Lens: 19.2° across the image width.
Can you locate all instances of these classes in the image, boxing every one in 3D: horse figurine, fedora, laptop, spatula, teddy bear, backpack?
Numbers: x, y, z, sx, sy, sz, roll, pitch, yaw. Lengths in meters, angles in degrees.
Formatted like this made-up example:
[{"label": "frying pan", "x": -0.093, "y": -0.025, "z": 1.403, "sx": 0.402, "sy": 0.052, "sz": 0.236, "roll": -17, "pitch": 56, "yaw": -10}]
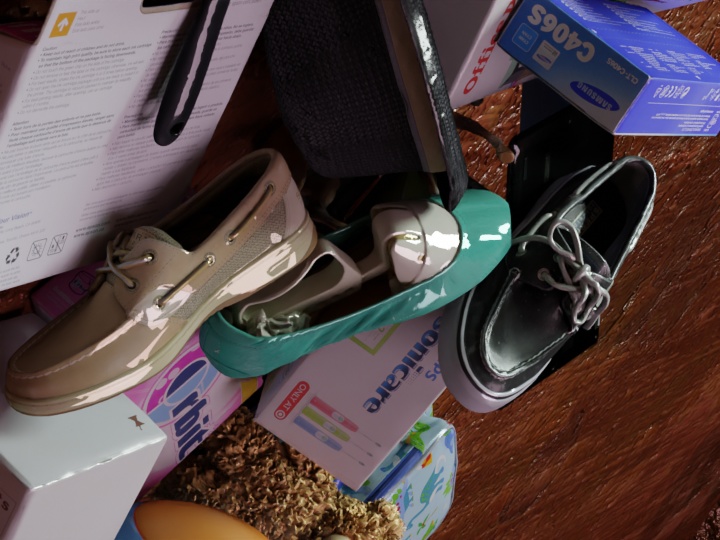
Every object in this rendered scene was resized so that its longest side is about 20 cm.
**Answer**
[{"label": "horse figurine", "x": 0.000, "y": -0.068, "z": 1.305, "sx": 0.200, "sy": 0.133, "sz": 0.050, "roll": -25, "pitch": 134, "yaw": -10}, {"label": "fedora", "x": -0.005, "y": -0.120, "z": 1.180, "sx": 0.091, "sy": 0.201, "sz": 0.201, "roll": -16, "pitch": 157, "yaw": 2}, {"label": "laptop", "x": 0.103, "y": -0.041, "z": 1.423, "sx": 0.200, "sy": 0.116, "sz": 0.188, "roll": -30, "pitch": 129, "yaw": -48}, {"label": "spatula", "x": -0.060, "y": -0.147, "z": 1.056, "sx": 0.056, "sy": 0.021, "sz": 0.200, "roll": -9, "pitch": 134, "yaw": -55}, {"label": "teddy bear", "x": -0.067, "y": 0.156, "z": 1.438, "sx": 0.145, "sy": 0.200, "sz": 0.067, "roll": -37, "pitch": -173, "yaw": -8}, {"label": "backpack", "x": -0.028, "y": 0.157, "z": 1.569, "sx": 0.200, "sy": 0.147, "sz": 0.183, "roll": -38, "pitch": 153, "yaw": -24}]

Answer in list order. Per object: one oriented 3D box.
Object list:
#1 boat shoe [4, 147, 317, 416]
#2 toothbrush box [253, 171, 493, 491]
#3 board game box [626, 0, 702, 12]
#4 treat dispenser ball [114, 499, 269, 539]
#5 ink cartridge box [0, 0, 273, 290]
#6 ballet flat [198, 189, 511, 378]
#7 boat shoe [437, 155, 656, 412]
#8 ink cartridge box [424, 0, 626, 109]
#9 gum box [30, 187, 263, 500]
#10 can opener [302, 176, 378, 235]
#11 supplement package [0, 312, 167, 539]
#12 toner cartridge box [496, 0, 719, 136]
[{"label": "boat shoe", "x": -0.113, "y": 0.004, "z": 1.141, "sx": 0.200, "sy": 0.072, "sz": 0.065, "roll": -34, "pitch": 124, "yaw": -23}, {"label": "toothbrush box", "x": 0.017, "y": 0.024, "z": 1.379, "sx": 0.146, "sy": 0.086, "sz": 0.200, "roll": -50, "pitch": -168, "yaw": 24}, {"label": "board game box", "x": 0.219, "y": -0.237, "z": 1.378, "sx": 0.200, "sy": 0.035, "sz": 0.127, "roll": -172, "pitch": -83, "yaw": -76}, {"label": "treat dispenser ball", "x": -0.123, "y": 0.244, "z": 1.332, "sx": 0.201, "sy": 0.201, "sz": 0.201, "roll": -43, "pitch": 158, "yaw": -22}, {"label": "ink cartridge box", "x": -0.134, "y": -0.086, "z": 1.085, "sx": 0.196, "sy": 0.043, "sz": 0.200, "roll": -18, "pitch": 139, "yaw": -57}, {"label": "ballet flat", "x": 0.000, "y": 0.000, "z": 1.213, "sx": 0.200, "sy": 0.067, "sz": 0.070, "roll": -26, "pitch": 155, "yaw": -8}, {"label": "boat shoe", "x": 0.118, "y": 0.003, "z": 1.265, "sx": 0.199, "sy": 0.074, "sz": 0.068, "roll": -45, "pitch": -170, "yaw": -37}, {"label": "ink cartridge box", "x": 0.100, "y": -0.194, "z": 1.329, "sx": 0.200, "sy": 0.084, "sz": 0.145, "roll": -25, "pitch": 147, "yaw": -50}, {"label": "gum box", "x": -0.124, "y": 0.048, "z": 1.293, "sx": 0.113, "sy": 0.066, "sz": 0.200, "roll": -41, "pitch": 158, "yaw": -21}, {"label": "can opener", "x": -0.012, "y": -0.050, "z": 1.379, "sx": 0.200, "sy": 0.066, "sz": 0.053, "roll": -51, "pitch": 162, "yaw": -15}, {"label": "supplement package", "x": -0.217, "y": 0.143, "z": 1.186, "sx": 0.117, "sy": 0.117, "sz": 0.200, "roll": -16, "pitch": 141, "yaw": -56}, {"label": "toner cartridge box", "x": 0.168, "y": -0.128, "z": 1.330, "sx": 0.043, "sy": 0.095, "sz": 0.200, "roll": -57, "pitch": 159, "yaw": 18}]
